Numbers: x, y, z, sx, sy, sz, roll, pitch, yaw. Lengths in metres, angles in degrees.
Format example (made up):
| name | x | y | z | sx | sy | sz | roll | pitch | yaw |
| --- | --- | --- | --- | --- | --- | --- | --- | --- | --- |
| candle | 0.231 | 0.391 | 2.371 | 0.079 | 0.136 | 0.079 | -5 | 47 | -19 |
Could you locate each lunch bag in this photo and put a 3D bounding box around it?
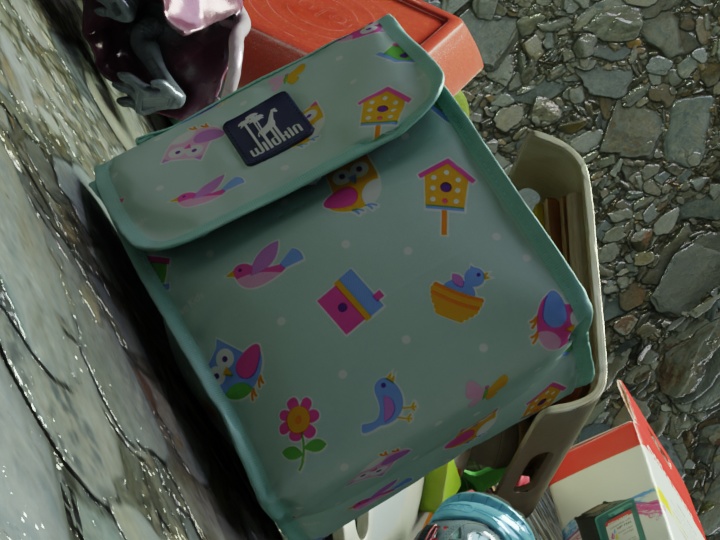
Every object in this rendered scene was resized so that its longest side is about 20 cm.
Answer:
| name | x | y | z | sx | sy | sz | roll | pitch | yaw |
| --- | --- | --- | --- | --- | --- | --- | --- | --- | --- |
| lunch bag | -0.012 | -0.006 | 0.810 | 0.201 | 0.169 | 0.122 | 60 | -3 | 20 |

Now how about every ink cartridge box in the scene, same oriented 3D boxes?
| name | x | y | z | sx | sy | sz | roll | pitch | yaw |
| --- | --- | --- | --- | --- | --- | --- | --- | --- | --- |
| ink cartridge box | 0.172 | 0.178 | 1.088 | 0.116 | 0.067 | 0.201 | 54 | 16 | -38 |

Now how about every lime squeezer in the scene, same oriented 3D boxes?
| name | x | y | z | sx | sy | sz | roll | pitch | yaw |
| --- | --- | --- | --- | --- | --- | --- | --- | --- | --- |
| lime squeezer | 0.062 | 0.143 | 1.180 | 0.199 | 0.070 | 0.038 | -24 | -92 | 52 |

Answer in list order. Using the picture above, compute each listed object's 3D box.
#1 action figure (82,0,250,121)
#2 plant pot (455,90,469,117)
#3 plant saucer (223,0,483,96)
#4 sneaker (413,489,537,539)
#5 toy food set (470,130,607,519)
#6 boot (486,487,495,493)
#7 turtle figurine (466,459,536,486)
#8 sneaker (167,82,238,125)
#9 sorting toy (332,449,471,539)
| name | x | y | z | sx | sy | sz | roll | pitch | yaw |
| --- | --- | --- | --- | --- | --- | --- | --- | --- | --- |
| action figure | -0.084 | -0.186 | 1.085 | 0.148 | 0.135 | 0.200 | 30 | 42 | 13 |
| plant pot | 0.022 | -0.043 | 1.599 | 0.200 | 0.198 | 0.192 | 52 | 21 | -58 |
| plant saucer | -0.028 | -0.165 | 1.222 | 0.198 | 0.037 | 0.200 | 26 | 30 | 11 |
| sneaker | 0.060 | 0.221 | 0.916 | 0.095 | 0.079 | 0.202 | -29 | 101 | -53 |
| toy food set | 0.094 | 0.037 | 1.080 | 0.144 | 0.060 | 0.202 | 108 | -15 | -54 |
| boot | 0.097 | 0.236 | 1.313 | 0.201 | 0.072 | 0.166 | 61 | 16 | -1 |
| turtle figurine | 0.074 | 0.093 | 1.267 | 0.199 | 0.101 | 0.151 | 19 | -44 | 33 |
| sneaker | -0.066 | -0.134 | 1.268 | 0.078 | 0.139 | 0.200 | 62 | 4 | 35 |
| sorting toy | -0.011 | 0.078 | 0.945 | 0.201 | 0.106 | 0.180 | 59 | 23 | -7 |
